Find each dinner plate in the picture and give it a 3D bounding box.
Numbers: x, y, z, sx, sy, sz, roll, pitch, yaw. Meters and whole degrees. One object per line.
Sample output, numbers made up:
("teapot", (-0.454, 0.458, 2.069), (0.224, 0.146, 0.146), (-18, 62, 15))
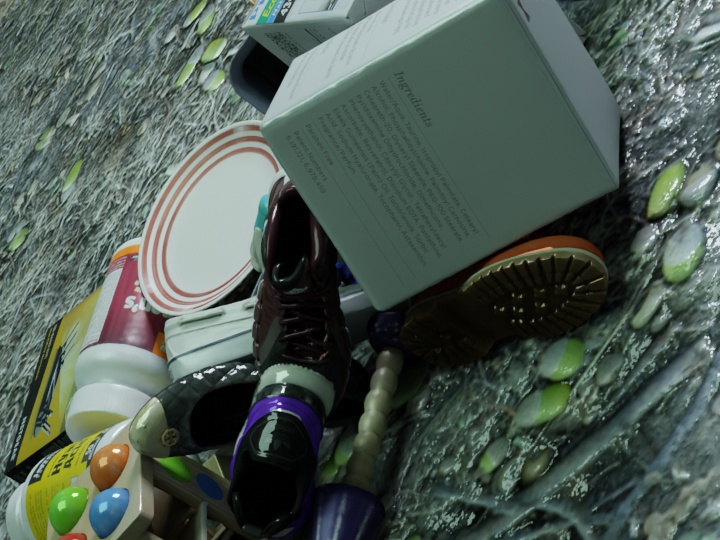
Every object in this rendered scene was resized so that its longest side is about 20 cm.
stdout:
("dinner plate", (-0.130, -0.046, 1.705), (0.200, 0.024, 0.201), (-27, 46, 31))

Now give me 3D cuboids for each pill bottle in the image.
("pill bottle", (-0.208, 0.076, 1.756), (0.109, 0.109, 0.201), (-30, 36, 43))
("pill bottle", (-0.234, 0.205, 1.648), (0.200, 0.111, 0.112), (-26, 38, 47))

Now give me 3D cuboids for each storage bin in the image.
("storage bin", (-0.048, -0.247, 1.836), (0.200, 0.145, 0.134), (-54, 15, 4))

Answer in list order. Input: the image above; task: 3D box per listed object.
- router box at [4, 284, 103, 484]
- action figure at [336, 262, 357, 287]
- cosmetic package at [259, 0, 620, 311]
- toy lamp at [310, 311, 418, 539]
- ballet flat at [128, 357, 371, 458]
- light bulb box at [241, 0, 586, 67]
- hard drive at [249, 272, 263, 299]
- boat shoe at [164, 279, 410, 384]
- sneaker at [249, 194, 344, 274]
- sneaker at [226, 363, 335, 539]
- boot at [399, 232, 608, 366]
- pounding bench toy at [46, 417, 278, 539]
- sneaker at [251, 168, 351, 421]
("router box", (-0.285, 0.113, 1.914), (0.157, 0.052, 0.201), (-35, 33, 37))
("action figure", (0.000, 0.000, 1.530), (0.099, 0.065, 0.201), (-30, 36, 54))
("cosmetic package", (0.062, -0.109, 1.331), (0.199, 0.167, 0.168), (-28, 16, 19))
("toy lamp", (0.004, 0.127, 1.380), (0.058, 0.058, 0.201), (-28, 36, 46))
("ballet flat", (-0.082, 0.105, 1.429), (0.057, 0.199, 0.067), (-131, 33, -53))
("light bulb box", (0.041, -0.198, 1.530), (0.125, 0.198, 0.200), (-59, 26, -11))
("hard drive", (-0.090, 0.057, 1.588), (0.135, 0.042, 0.201), (124, 170, -81))
("boat shoe", (-0.061, 0.036, 1.465), (0.199, 0.072, 0.066), (-20, 68, 11))
("sneaker", (-0.005, -0.060, 1.468), (0.077, 0.080, 0.200), (32, 47, 33))
("sneaker", (-0.070, 0.160, 1.364), (0.201, 0.069, 0.100), (100, -175, -52))
("boot", (0.111, -0.005, 1.333), (0.200, 0.075, 0.108), (-20, 37, 52))
("pounding bench toy", (-0.167, 0.197, 1.485), (0.124, 0.156, 0.200), (-46, 27, 20))
("sneaker", (-0.050, 0.026, 1.351), (0.116, 0.075, 0.201), (-66, -26, -80))
